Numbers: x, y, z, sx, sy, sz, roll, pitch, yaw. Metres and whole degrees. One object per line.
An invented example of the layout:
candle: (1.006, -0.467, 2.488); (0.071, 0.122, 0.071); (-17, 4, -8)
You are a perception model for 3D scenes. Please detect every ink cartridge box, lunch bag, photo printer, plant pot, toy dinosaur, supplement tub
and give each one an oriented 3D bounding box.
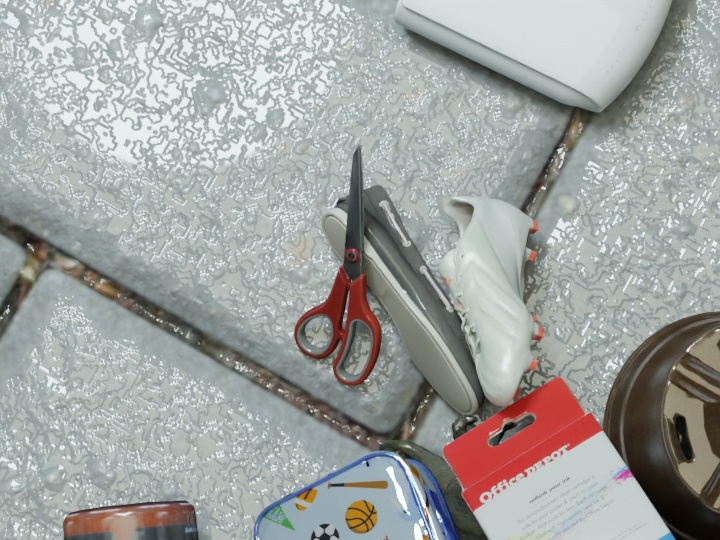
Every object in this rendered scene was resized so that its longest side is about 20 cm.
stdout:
ink cartridge box: (0.156, 0.190, 1.618); (0.116, 0.067, 0.200); (-31, 54, 0)
lunch bag: (0.015, 0.247, 1.670); (0.160, 0.076, 0.201); (-27, 68, 13)
photo printer: (0.150, -0.231, 1.765); (0.199, 0.069, 0.167); (27, 84, 5)
plant pot: (0.289, 0.117, 1.648); (0.199, 0.198, 0.201); (0, 81, 2)
toy dinosaur: (0.108, 0.170, 1.707); (0.199, 0.077, 0.103); (14, 76, 1)
supplement tub: (-0.170, 0.281, 1.684); (0.106, 0.107, 0.201); (-5, 82, 1)

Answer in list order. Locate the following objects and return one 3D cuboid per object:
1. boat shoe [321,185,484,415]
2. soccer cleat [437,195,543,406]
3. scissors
boat shoe: (0.048, 0.019, 1.734); (0.057, 0.067, 0.200); (-34, 85, -23)
soccer cleat: (0.096, 0.023, 1.696); (0.077, 0.069, 0.201); (16, 44, -13)
scissors: (0.000, 0.000, 1.711); (0.073, 0.014, 0.201); (28, 121, 16)
